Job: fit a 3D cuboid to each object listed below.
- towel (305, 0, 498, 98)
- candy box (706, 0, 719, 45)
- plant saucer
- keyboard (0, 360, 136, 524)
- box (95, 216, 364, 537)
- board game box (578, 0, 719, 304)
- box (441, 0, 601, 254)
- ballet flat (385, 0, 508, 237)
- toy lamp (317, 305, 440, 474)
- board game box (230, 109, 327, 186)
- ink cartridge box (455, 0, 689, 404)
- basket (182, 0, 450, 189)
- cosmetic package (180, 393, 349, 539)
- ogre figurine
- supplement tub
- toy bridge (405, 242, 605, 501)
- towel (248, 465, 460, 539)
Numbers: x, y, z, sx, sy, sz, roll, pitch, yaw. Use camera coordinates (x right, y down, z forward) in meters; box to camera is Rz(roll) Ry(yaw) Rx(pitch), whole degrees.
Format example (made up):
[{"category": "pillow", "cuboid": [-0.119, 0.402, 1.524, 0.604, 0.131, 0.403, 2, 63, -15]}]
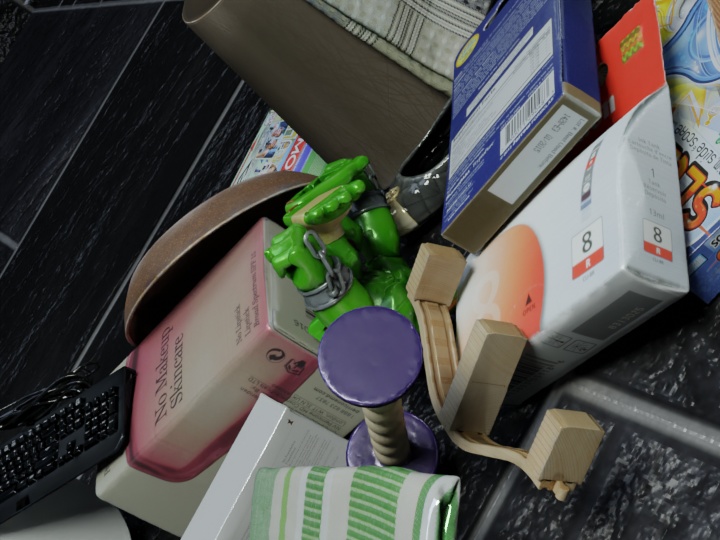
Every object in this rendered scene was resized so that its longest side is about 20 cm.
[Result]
[{"category": "towel", "cuboid": [0.049, -0.249, 0.932, 0.035, 0.200, 0.193, -6, 57, 64]}, {"category": "candy box", "cuboid": [0.266, -0.168, 0.607, 0.200, 0.055, 0.116, -26, 38, 25]}, {"category": "plant saucer", "cuboid": [-0.100, -0.013, 0.963, 0.200, 0.200, 0.035, -43, 74, 25]}, {"category": "keyboard", "cuboid": [-0.251, 0.128, 0.930, 0.200, 0.040, 0.104, -32, 36, 20]}, {"category": "box", "cuboid": [-0.088, 0.084, 0.910, 0.200, 0.109, 0.128, -44, 31, 24]}, {"category": "board game box", "cuboid": [0.194, -0.089, 0.708, 0.135, 0.034, 0.200, -48, 30, 18]}, {"category": "box", "cuboid": [0.098, -0.116, 0.784, 0.121, 0.032, 0.200, -50, 21, 37]}, {"category": "ballet flat", "cuboid": [0.068, -0.110, 0.909, 0.200, 0.057, 0.066, -55, 31, 6]}, {"category": "toy lamp", "cuboid": [0.013, 0.084, 0.688, 0.058, 0.200, 0.058, -3, 64, 6]}, {"category": "board game box", "cuboid": [-0.086, -0.057, 1.138, 0.134, 0.029, 0.200, 3, 65, 60]}, {"category": "ink cartridge box", "cuboid": [0.112, -0.045, 0.718, 0.162, 0.050, 0.201, -44, 39, 51]}, {"category": "basket", "cuboid": [-0.027, -0.183, 0.985, 0.181, 0.200, 0.136, -55, 27, 6]}, {"category": "cosmetic package", "cuboid": [-0.074, 0.187, 0.809, 0.200, 0.082, 0.051, -61, 28, -7]}, {"category": "ogre figurine", "cuboid": [0.000, 0.000, 0.805, 0.098, 0.120, 0.200, -32, 12, -3]}, {"category": "supplement tub", "cuboid": [-0.285, 0.237, 1.033, 0.200, 0.145, 0.145, -17, 48, 52]}, {"category": "toy bridge", "cuboid": [0.065, 0.059, 0.669, 0.200, 0.027, 0.067, -122, 47, -57]}, {"category": "towel", "cuboid": [-0.012, 0.178, 0.656, 0.200, 0.023, 0.153, -17, 66, 59]}]
